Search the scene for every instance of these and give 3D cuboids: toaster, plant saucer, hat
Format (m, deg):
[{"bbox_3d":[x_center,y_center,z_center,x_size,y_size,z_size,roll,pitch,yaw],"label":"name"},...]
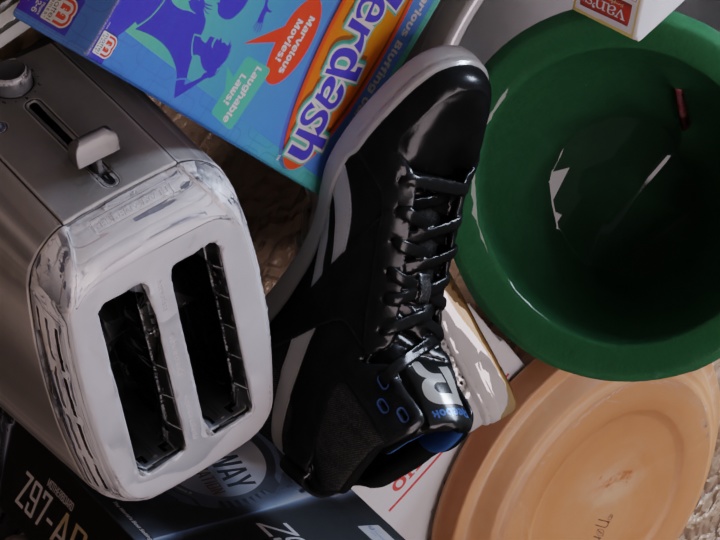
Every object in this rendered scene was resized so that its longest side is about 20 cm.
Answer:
[{"bbox_3d":[-0.113,0.009,1.054,0.113,0.129,0.200,-28,134,-23],"label":"toaster"},{"bbox_3d":[0.122,0.119,1.316,0.200,0.032,0.201,-24,131,-31],"label":"plant saucer"},{"bbox_3d":[0.129,-0.041,1.195,0.165,0.176,0.200,-23,101,8],"label":"hat"}]

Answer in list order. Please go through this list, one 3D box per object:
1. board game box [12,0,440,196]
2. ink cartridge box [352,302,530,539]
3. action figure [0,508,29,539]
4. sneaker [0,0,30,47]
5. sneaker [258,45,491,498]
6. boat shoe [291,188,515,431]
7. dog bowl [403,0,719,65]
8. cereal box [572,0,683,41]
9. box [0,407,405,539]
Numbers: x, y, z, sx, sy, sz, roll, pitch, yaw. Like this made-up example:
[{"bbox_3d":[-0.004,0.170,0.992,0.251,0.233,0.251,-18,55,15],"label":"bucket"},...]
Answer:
[{"bbox_3d":[-0.036,-0.128,1.002,0.152,0.045,0.200,-60,151,1],"label":"board game box"},{"bbox_3d":[0.040,0.090,1.296,0.115,0.068,0.200,-48,139,-6],"label":"ink cartridge box"},{"bbox_3d":[-0.137,0.209,1.151,0.193,0.105,0.200,-40,102,10],"label":"action figure"},{"bbox_3d":[-0.097,-0.121,1.016,0.200,0.076,0.115,-42,136,-15],"label":"sneaker"},{"bbox_3d":[0.025,0.012,1.063,0.073,0.112,0.200,1,128,-45],"label":"sneaker"},{"bbox_3d":[0.000,0.000,1.154,0.069,0.071,0.200,-31,105,-5],"label":"boat shoe"},{"bbox_3d":[0.086,-0.108,1.189,0.200,0.079,0.201,-23,132,-28],"label":"dog bowl"},{"bbox_3d":[0.156,-0.213,1.047,0.144,0.039,0.200,-41,150,-40],"label":"cereal box"},{"bbox_3d":[-0.066,0.120,1.121,0.160,0.200,0.044,5,116,-43],"label":"box"}]
